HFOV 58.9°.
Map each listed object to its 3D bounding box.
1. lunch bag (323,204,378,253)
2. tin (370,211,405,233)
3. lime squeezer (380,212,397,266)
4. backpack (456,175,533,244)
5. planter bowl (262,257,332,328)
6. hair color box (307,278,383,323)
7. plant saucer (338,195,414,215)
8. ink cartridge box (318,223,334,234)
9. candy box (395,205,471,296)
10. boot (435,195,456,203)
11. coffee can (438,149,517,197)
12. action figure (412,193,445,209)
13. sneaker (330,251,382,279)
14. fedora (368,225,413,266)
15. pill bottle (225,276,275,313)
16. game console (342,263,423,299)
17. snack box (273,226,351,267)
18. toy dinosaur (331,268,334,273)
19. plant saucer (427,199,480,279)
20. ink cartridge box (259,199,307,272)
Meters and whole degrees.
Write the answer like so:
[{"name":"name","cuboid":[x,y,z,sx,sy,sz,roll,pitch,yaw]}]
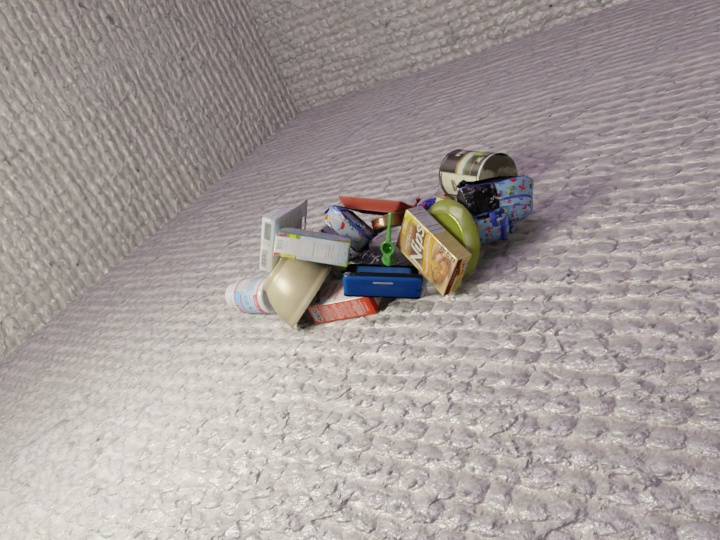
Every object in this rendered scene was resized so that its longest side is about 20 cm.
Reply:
[{"name":"lunch bag","cuboid":[-0.031,-0.129,1.886,0.076,0.160,0.200,-48,-7,8]},{"name":"tin","cuboid":[0.119,-0.144,1.887,0.197,0.043,0.111,-10,-2,-39]},{"name":"lime squeezer","cuboid":[0.079,-0.057,1.635,0.037,0.202,0.071,26,61,25]},{"name":"backpack","cuboid":[0.345,-0.154,1.603,0.195,0.138,0.183,-12,-17,4]},{"name":"planter bowl","cuboid":[-0.186,0.036,1.758,0.202,0.133,0.200,-56,3,5]},{"name":"hair color box","cuboid":[-0.034,0.074,1.718,0.196,0.065,0.112,-11,31,31]},{"name":"plant saucer","cuboid":[0.053,-0.190,1.922,0.195,0.038,0.199,8,2,19]},{"name":"ink cartridge box","cuboid":[-0.136,-0.049,1.948,0.144,0.084,0.201,-44,7,36]},{"name":"candy box","cuboid":[0.175,-0.050,1.557,0.054,0.117,0.200,-17,50,-34]},{"name":"boot","cuboid":[0.217,-0.098,1.742,0.070,0.200,0.159,10,75,7]},{"name":"coffee can","cuboid":[0.344,-0.277,1.877,0.145,0.148,0.199,-36,26,-17]},{"name":"action figure","cuboid":[0.196,-0.202,2.014,0.198,0.052,0.066,-33,30,-2]},{"name":"sneaker","cuboid":[0.000,0.000,1.796,0.077,0.088,0.198,-31,20,-34]},{"name":"fedora","cuboid":[0.092,-0.062,1.805,0.196,0.092,0.178,-13,29,32]},{"name":"pill bottle","cuboid":[-0.329,0.077,1.968,0.197,0.110,0.109,-4,34,43]},{"name":"game console","cuboid":[0.055,0.003,1.604,0.194,0.172,0.121,1,65,1]},{"name":"snack box","cuboid":[-0.124,-0.066,1.701,0.195,0.070,0.169,8,9,0]},{"name":"toy dinosaur","cuboid":[-0.074,-0.010,1.920,0.196,0.061,0.107,-10,32,35]},{"name":"plant saucer","cuboid":[0.211,-0.072,1.575,0.031,0.206,0.198,-13,12,-36]},{"name":"ink cartridge box","cuboid":[-0.220,-0.108,1.845,0.046,0.164,0.200,17,30,17]}]
